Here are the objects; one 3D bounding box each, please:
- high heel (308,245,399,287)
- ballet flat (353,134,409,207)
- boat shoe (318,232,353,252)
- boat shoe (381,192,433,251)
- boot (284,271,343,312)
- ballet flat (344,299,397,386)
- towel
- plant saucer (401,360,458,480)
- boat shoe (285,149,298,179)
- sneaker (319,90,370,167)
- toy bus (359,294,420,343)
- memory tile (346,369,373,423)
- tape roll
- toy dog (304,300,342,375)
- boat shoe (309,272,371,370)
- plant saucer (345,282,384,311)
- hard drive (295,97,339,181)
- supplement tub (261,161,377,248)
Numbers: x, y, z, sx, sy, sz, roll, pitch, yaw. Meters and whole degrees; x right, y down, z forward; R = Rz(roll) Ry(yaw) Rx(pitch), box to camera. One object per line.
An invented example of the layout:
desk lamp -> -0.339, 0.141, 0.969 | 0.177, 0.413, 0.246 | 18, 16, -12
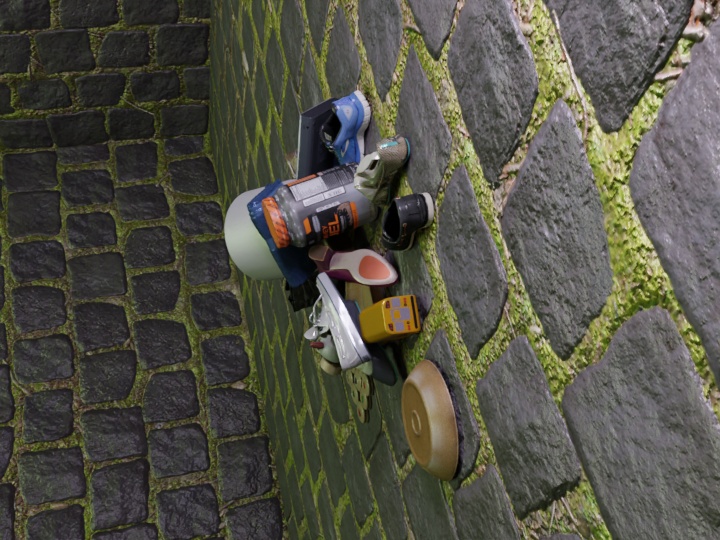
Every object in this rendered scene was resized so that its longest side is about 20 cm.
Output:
high heel -> 0.000, 0.000, 1.565 | 0.199, 0.068, 0.096 | 21, 167, 32
ballet flat -> 0.027, -0.168, 1.425 | 0.200, 0.075, 0.068 | 116, 142, -64
boat shoe -> -0.062, -0.076, 1.710 | 0.201, 0.072, 0.065 | -113, 24, -44
boat shoe -> 0.062, -0.078, 1.370 | 0.201, 0.063, 0.074 | 133, 125, -72
boot -> -0.104, 0.012, 1.872 | 0.070, 0.131, 0.201 | -117, 23, -52
ballet flat -> -0.003, 0.144, 1.568 | 0.201, 0.073, 0.073 | 59, 155, 29
towel -> -0.148, -0.072, 1.652 | 0.048, 0.112, 0.201 | -10, 119, 35
plant saucer -> 0.108, 0.252, 1.378 | 0.200, 0.035, 0.202 | 173, 90, -74
boat shoe -> -0.113, -0.178, 1.863 | 0.072, 0.072, 0.201 | -47, -56, -65
sneaker -> -0.041, -0.254, 1.589 | 0.201, 0.089, 0.079 | 98, 149, -47
toy bus -> 0.051, 0.090, 1.455 | 0.200, 0.078, 0.066 | 144, 117, -73
memory tile -> -0.011, 0.228, 1.864 | 0.154, 0.017, 0.201 | 99, 158, -45
tape roll -> -0.172, -0.085, 1.778 | 0.139, 0.202, 0.204 | -8, 90, 42
toy dog -> -0.073, 0.127, 1.725 | 0.133, 0.096, 0.200 | -65, 26, 8
boat shoe -> -0.057, 0.100, 1.535 | 0.203, 0.086, 0.075 | 62, -178, 26
plant saucer -> 0.014, 0.069, 1.660 | 0.200, 0.035, 0.202 | 172, 90, -75
hard drive -> -0.083, -0.228, 1.645 | 0.140, 0.033, 0.201 | -45, -34, -55
supplement tub -> -0.078, -0.120, 1.563 | 0.122, 0.199, 0.123 | 159, 90, -79
